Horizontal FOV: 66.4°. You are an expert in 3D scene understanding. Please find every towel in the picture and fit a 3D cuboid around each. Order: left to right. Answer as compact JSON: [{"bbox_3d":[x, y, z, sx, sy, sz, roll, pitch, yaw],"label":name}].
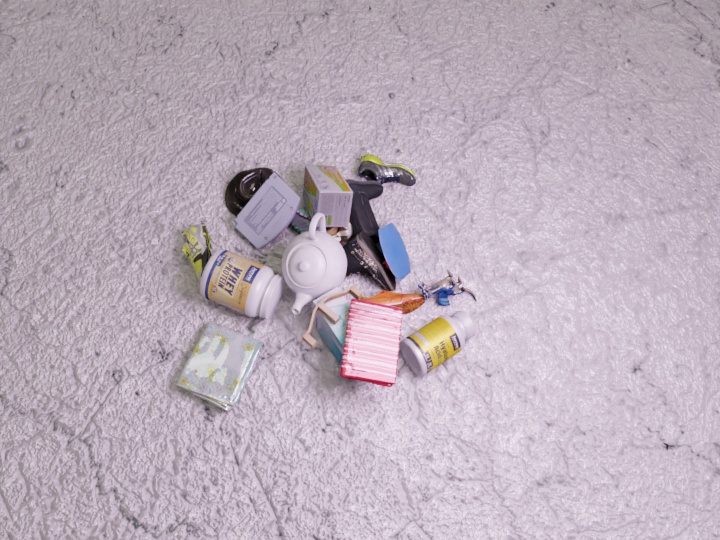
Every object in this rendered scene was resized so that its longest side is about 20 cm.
[{"bbox_3d":[-0.370,0.250,1.454,0.169,0.048,0.202,22,63,4],"label":"towel"},{"bbox_3d":[0.029,0.181,1.380,0.142,0.023,0.203,11,70,-9],"label":"towel"}]

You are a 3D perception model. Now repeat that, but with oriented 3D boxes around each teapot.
[{"bbox_3d":[-0.132,-0.019,1.478,0.196,0.146,0.202,-32,84,9],"label":"teapot"}]

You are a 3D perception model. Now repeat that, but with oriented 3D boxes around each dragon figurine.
[{"bbox_3d":[0.250,0.061,1.597,0.199,0.099,0.059,24,35,-43],"label":"dragon figurine"}]

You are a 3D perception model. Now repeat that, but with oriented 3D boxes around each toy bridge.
[{"bbox_3d":[-0.083,0.109,1.403,0.067,0.027,0.200,38,66,16],"label":"toy bridge"}]

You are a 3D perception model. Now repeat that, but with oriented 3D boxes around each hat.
[{"bbox_3d":[-0.326,-0.257,1.692,0.197,0.081,0.204,2,62,-4],"label":"hat"}]

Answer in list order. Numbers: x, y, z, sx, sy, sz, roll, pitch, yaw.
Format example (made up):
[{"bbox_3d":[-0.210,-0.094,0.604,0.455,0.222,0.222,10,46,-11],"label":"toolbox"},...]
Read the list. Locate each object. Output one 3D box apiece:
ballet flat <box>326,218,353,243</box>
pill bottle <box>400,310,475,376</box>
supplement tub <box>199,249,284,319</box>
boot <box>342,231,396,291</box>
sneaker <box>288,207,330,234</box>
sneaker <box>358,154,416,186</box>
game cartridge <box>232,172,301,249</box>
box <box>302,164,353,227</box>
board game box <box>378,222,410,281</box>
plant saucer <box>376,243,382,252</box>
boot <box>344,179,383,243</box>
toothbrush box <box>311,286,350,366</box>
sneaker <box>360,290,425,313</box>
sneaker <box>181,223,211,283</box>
[{"bbox_3d":[-0.068,-0.100,1.617,0.065,0.071,0.199,7,38,47],"label":"ballet flat"},{"bbox_3d":[0.215,0.193,1.509,0.198,0.112,0.112,-30,70,-19],"label":"pill bottle"},{"bbox_3d":[-0.322,0.040,1.509,0.197,0.145,0.146,21,63,5],"label":"supplement tub"},{"bbox_3d":[0.000,-0.001,1.601,0.152,0.205,0.074,-26,25,22],"label":"boot"},{"bbox_3d":[-0.178,-0.130,1.651,0.197,0.075,0.089,22,68,5],"label":"sneaker"},{"bbox_3d":[0.081,-0.303,1.763,0.197,0.074,0.082,17,56,11],"label":"sneaker"},{"bbox_3d":[-0.271,-0.170,1.626,0.133,0.040,0.200,44,98,9],"label":"game cartridge"},{"bbox_3d":[-0.102,-0.225,1.631,0.100,0.114,0.201,-2,32,-19],"label":"box"},{"bbox_3d":[0.086,-0.049,1.599,0.038,0.200,0.160,-20,96,24],"label":"board game box"},{"bbox_3d":[0.040,-0.087,1.683,0.069,0.019,0.201,-27,70,-18],"label":"plant saucer"},{"bbox_3d":[0.031,-0.177,1.678,0.163,0.066,0.202,-3,59,-35],"label":"boot"},{"bbox_3d":[-0.046,0.169,1.474,0.085,0.147,0.201,-30,69,-20],"label":"toothbrush box"},{"bbox_3d":[0.092,0.085,1.574,0.196,0.074,0.078,-5,51,-13],"label":"sneaker"},{"bbox_3d":[-0.469,-0.042,1.582,0.075,0.076,0.202,-14,55,-4],"label":"sneaker"}]
